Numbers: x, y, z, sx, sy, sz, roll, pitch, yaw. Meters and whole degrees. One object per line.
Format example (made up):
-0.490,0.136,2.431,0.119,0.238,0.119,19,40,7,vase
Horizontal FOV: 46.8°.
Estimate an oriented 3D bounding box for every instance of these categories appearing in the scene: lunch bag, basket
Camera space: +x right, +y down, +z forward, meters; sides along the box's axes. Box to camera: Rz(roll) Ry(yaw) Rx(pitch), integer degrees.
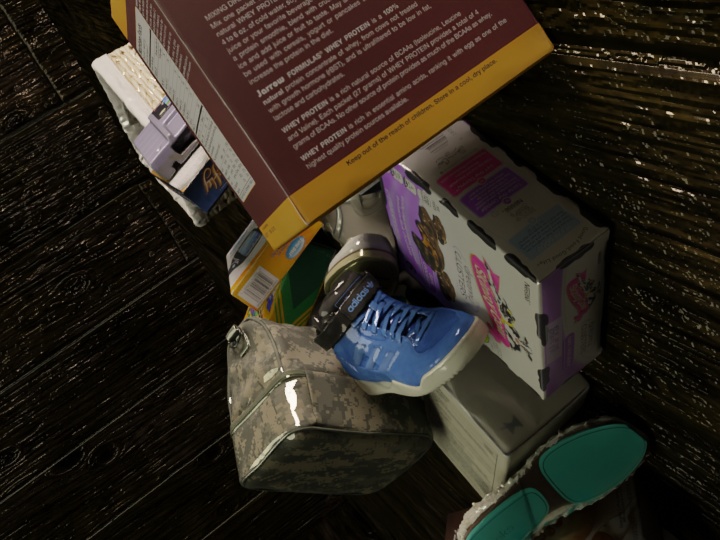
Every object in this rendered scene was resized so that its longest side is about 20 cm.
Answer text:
-0.038,0.134,0.880,0.139,0.199,0.169,-47,46,36,lunch bag
-0.239,-0.213,1.168,0.200,0.160,0.199,45,163,30,basket

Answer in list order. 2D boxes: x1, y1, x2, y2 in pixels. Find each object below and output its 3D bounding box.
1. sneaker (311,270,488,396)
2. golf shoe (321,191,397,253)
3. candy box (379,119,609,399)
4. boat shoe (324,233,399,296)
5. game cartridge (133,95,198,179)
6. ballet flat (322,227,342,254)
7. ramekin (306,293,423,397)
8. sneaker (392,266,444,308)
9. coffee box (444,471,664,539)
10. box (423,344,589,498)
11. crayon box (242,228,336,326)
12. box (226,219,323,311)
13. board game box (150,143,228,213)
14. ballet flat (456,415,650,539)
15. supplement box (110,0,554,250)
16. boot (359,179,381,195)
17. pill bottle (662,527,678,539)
0.022,0.049,0.737,0.111,0.077,0.200,47,155,-10,sneaker
-0.009,-0.093,0.887,0.201,0.078,0.097,57,159,-15,golf shoe
0.106,-0.017,0.686,0.200,0.071,0.168,45,162,36,candy box
0.000,0.000,0.859,0.200,0.074,0.069,109,167,-68,boat shoe
-0.160,-0.192,0.870,0.038,0.200,0.130,40,180,-34,game cartridge
-0.007,-0.020,1.030,0.200,0.069,0.070,55,171,49,ballet flat
0.005,0.108,1.058,0.201,0.200,0.105,52,155,8,ramekin
0.087,0.060,0.887,0.121,0.083,0.200,63,172,-11,sneaker
0.182,0.273,0.791,0.080,0.199,0.115,59,-157,-19,coffee box
0.143,0.143,0.855,0.128,0.109,0.200,48,164,27,box
-0.099,0.039,1.044,0.051,0.201,0.126,17,-166,-19,crayon box
-0.105,-0.035,0.961,0.041,0.119,0.200,36,-175,-15,box
-0.126,-0.159,0.853,0.035,0.201,0.135,40,174,-30,board game box
0.169,0.193,0.763,0.072,0.199,0.072,51,-171,-12,ballet flat
-0.026,-0.157,0.541,0.201,0.197,0.133,55,165,-5,supplement box
-0.025,-0.120,0.735,0.097,0.074,0.200,61,-157,8,boot
0.243,0.348,0.814,0.114,0.199,0.114,49,165,19,pill bottle
